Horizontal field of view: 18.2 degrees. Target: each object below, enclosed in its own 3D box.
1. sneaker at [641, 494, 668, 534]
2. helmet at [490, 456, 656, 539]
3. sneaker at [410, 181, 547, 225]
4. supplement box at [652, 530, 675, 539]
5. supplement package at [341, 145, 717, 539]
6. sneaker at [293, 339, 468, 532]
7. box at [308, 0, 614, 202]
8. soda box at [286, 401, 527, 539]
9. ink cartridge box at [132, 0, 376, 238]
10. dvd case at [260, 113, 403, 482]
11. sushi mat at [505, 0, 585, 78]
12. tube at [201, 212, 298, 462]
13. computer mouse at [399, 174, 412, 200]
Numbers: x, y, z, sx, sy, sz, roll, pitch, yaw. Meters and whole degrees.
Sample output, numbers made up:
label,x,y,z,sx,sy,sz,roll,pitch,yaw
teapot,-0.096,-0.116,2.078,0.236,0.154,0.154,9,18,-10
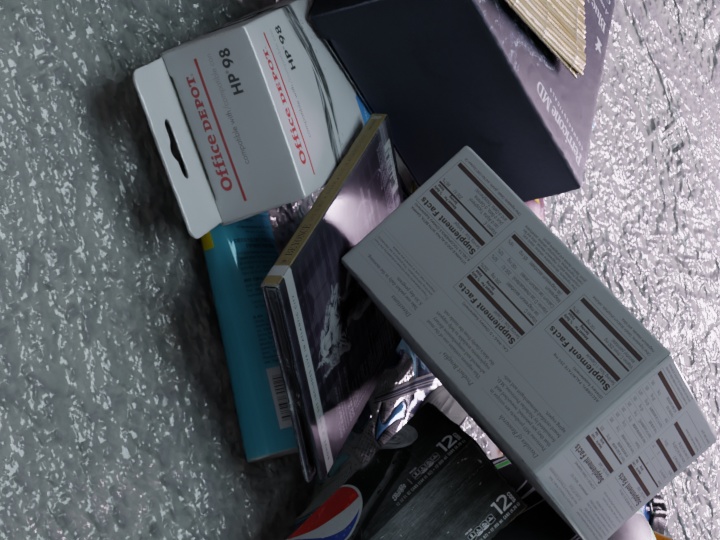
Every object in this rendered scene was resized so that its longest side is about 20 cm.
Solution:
label,x,y,z,sx,sy,sz,roll,pitch,yaw
sneaker,0.180,0.152,1.674,0.111,0.076,0.202,-10,107,-51
helmet,0.113,0.216,1.523,0.190,0.199,0.202,-19,96,-35
sneaker,0.115,-0.009,1.664,0.090,0.075,0.201,-44,116,-42
supplement box,0.208,0.296,1.606,0.073,0.126,0.201,35,78,-41
supplement package,0.107,0.051,1.414,0.200,0.111,0.156,49,-1,31
sneaker,-0.003,0.112,1.497,0.087,0.077,0.200,52,38,-8
box,0.076,-0.178,1.534,0.197,0.117,0.201,55,36,-37
soda box,0.002,0.180,1.389,0.200,0.063,0.071,-44,122,-5
ink cartridge box,-0.058,-0.104,1.438,0.200,0.066,0.117,-39,112,-63
dvd case,-0.009,0.015,1.434,0.200,0.016,0.150,-60,146,-50
sushi mat,0.097,-0.210,1.447,0.200,0.012,0.096,38,45,-50
tube,-0.069,0.020,1.445,0.077,0.050,0.202,5,71,-67
computer mouse,0.000,0.000,1.538,0.110,0.044,0.201,56,42,-27
